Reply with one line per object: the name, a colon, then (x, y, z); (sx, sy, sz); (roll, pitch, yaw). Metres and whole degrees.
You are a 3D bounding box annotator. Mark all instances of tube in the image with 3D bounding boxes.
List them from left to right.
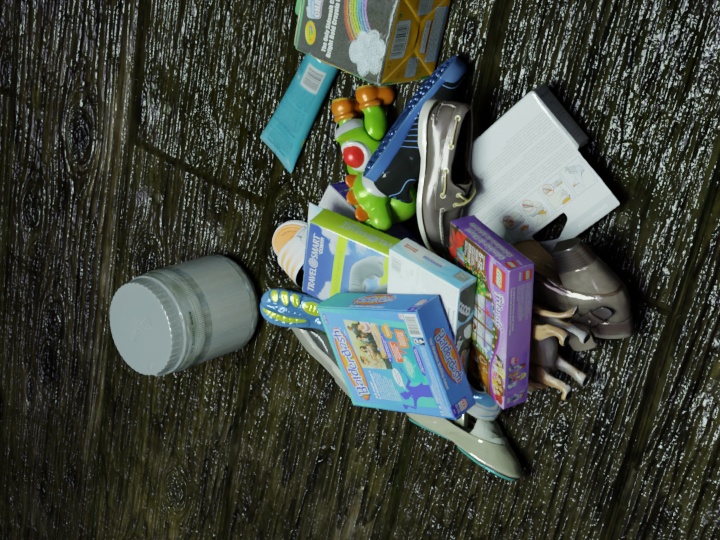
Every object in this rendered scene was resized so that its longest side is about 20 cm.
tube: (-0.088, -0.238, 1.643); (0.078, 0.050, 0.200); (52, 133, 22)

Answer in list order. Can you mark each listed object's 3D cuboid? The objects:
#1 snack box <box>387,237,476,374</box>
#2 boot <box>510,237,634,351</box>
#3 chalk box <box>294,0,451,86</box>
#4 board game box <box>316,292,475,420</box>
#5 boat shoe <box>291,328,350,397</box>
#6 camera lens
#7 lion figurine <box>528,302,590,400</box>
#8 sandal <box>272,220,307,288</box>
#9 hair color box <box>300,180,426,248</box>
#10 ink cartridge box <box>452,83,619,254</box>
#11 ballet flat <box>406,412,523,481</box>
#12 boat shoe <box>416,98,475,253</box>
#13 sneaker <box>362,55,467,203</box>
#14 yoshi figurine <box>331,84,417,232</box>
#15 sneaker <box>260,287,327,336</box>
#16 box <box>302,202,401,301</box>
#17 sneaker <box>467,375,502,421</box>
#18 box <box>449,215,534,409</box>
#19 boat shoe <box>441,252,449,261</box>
snack box: (0.086, 0.070, 1.432); (0.116, 0.037, 0.201); (31, 137, 33)
boot: (0.243, 0.035, 1.414); (0.199, 0.070, 0.147); (-7, 121, 49)
chalk box: (0.000, -0.339, 1.491); (0.199, 0.124, 0.126); (30, 120, 31)
board game box: (0.042, 0.106, 1.439); (0.199, 0.045, 0.153); (1, 116, 50)
boat shoe: (-0.047, 0.108, 1.703); (0.200, 0.057, 0.067); (48, 163, 24)
camera lens: (-0.271, 0.068, 1.771); (0.159, 0.199, 0.161); (12, 109, 37)
lion figurine: (0.221, 0.091, 1.412); (0.122, 0.072, 0.201); (32, 143, 33)
sandal: (-0.065, -0.004, 1.675); (0.206, 0.059, 0.080); (36, 122, 27)
hair color box: (0.016, -0.023, 1.600); (0.200, 0.065, 0.110); (46, 126, 22)
ink cartridge box: (0.211, -0.107, 1.431); (0.174, 0.044, 0.200); (51, 129, 1)
ballet flat: (0.147, 0.217, 1.560); (0.199, 0.069, 0.070); (27, 118, 31)
boat shoe: (0.112, -0.114, 1.423); (0.059, 0.072, 0.202); (11, 112, 33)
sneaker: (0.088, -0.182, 1.481); (0.078, 0.070, 0.201); (35, 97, -14)
yoshi figurine: (0.027, -0.146, 1.557); (0.111, 0.112, 0.202); (-9, 80, 1)
sneaker: (-0.047, 0.065, 1.643); (0.198, 0.083, 0.071); (17, 102, 0)
box: (0.000, 0.000, 1.524); (0.199, 0.048, 0.123); (24, 128, 20)
sneaker: (0.119, 0.129, 1.554); (0.199, 0.072, 0.073); (32, 114, 26)
box: (0.157, 0.051, 1.392); (0.137, 0.039, 0.201); (44, 144, 51)
boat shoe: (0.151, 0.009, 1.498); (0.073, 0.062, 0.201); (-37, 78, 40)
